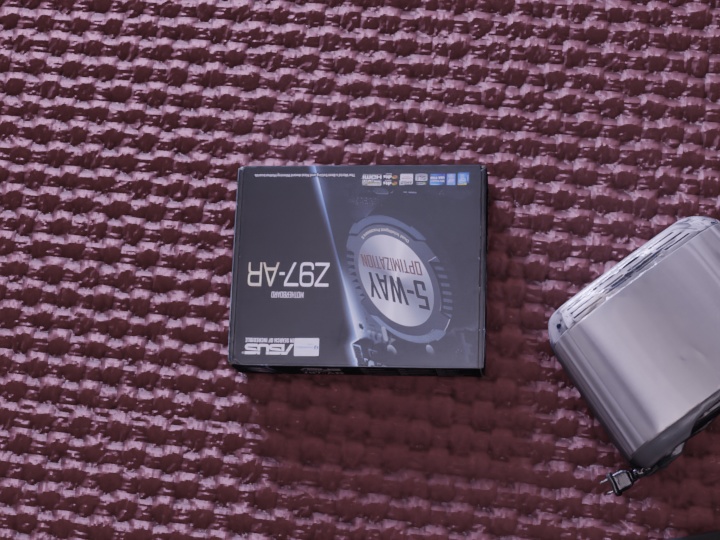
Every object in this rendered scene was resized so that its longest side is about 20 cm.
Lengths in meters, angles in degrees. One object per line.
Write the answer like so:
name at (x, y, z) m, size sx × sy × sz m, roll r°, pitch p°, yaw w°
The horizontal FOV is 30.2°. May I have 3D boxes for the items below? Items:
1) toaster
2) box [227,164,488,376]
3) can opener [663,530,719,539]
toaster at (0.224, 0.056, 0.966) m, size 0.199 × 0.114 × 0.130 m, roll -36°, pitch 71°, yaw 1°
box at (0.000, 0.000, 1.043) m, size 0.198 × 0.044 × 0.162 m, roll 1°, pitch 77°, yaw 8°
can opener at (0.282, 0.198, 0.963) m, size 0.198 × 0.053 × 0.067 m, roll -14°, pitch 41°, yaw 3°
